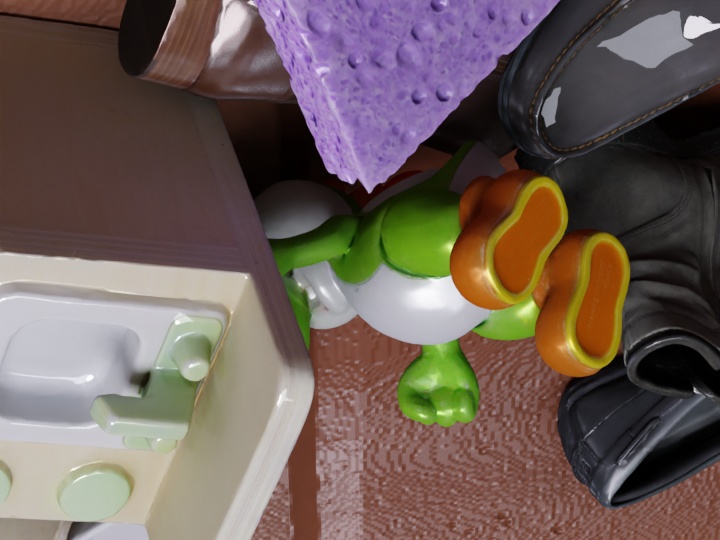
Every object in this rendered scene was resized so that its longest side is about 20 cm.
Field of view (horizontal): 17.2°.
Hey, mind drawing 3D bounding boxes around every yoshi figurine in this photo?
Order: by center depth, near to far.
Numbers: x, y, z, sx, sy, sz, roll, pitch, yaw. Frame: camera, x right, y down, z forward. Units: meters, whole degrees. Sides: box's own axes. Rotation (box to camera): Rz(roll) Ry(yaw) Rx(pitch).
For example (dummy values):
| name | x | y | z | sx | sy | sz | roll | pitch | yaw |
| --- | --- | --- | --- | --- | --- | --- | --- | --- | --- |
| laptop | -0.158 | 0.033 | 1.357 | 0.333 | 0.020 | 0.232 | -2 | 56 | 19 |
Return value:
| name | x | y | z | sx | sy | sz | roll | pitch | yaw |
| --- | --- | --- | --- | --- | --- | --- | --- | --- | --- |
| yoshi figurine | -0.003 | 0.015 | 0.933 | 0.112 | 0.199 | 0.113 | -19 | 104 | -46 |

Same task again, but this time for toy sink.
| name | x | y | z | sx | sy | sz | roll | pitch | yaw |
| --- | --- | --- | --- | --- | --- | --- | --- | --- | --- |
| toy sink | -0.111 | 0.017 | 0.885 | 0.112 | 0.200 | 0.131 | 5 | 130 | -25 |

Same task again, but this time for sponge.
| name | x | y | z | sx | sy | sz | roll | pitch | yaw |
| --- | --- | --- | --- | --- | --- | --- | --- | --- | --- |
| sponge | 0.043 | -0.135 | 0.853 | 0.200 | 0.030 | 0.112 | -46 | 137 | -19 |

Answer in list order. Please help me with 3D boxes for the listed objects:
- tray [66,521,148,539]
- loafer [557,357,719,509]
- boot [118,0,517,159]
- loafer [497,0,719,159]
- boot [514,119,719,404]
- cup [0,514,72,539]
| name | x | y | z | sx | sy | sz | roll | pitch | yaw |
| --- | --- | --- | --- | --- | --- | --- | --- | --- | --- |
| tray | -0.088 | 0.108 | 1.037 | 0.107 | 0.022 | 0.200 | -30 | 167 | -15 |
| loafer | 0.191 | 0.053 | 1.124 | 0.200 | 0.071 | 0.068 | -26 | 136 | 2 |
| boot | 0.028 | -0.129 | 0.905 | 0.199 | 0.064 | 0.187 | 11 | 126 | -33 |
| loafer | 0.141 | -0.109 | 0.918 | 0.200 | 0.072 | 0.073 | -41 | 130 | -6 |
| boot | 0.153 | 0.004 | 1.001 | 0.200 | 0.131 | 0.068 | 5 | 142 | -45 |
| cup | -0.200 | 0.128 | 0.982 | 0.143 | 0.201 | 0.201 | 18 | 126 | -3 |
